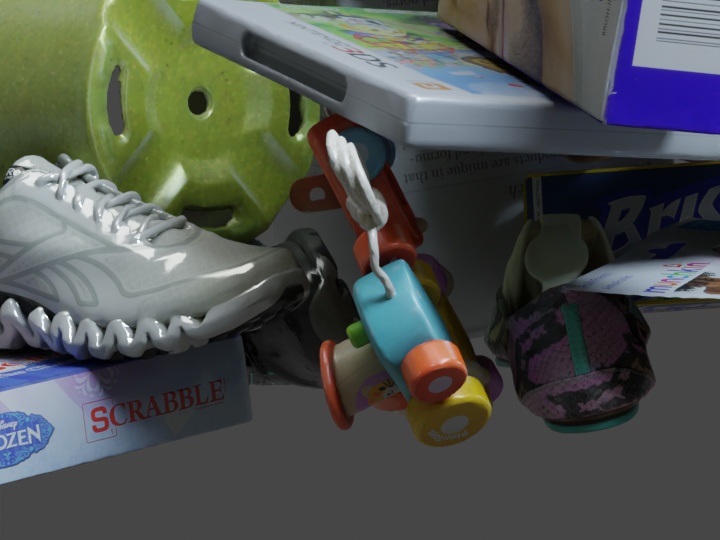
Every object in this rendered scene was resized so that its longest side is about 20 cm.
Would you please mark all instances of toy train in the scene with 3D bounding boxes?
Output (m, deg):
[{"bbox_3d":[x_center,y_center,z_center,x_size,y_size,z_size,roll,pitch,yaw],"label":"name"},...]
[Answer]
[{"bbox_3d":[0.000,0.000,1.045,0.055,0.151,0.200,-27,5,6],"label":"toy train"}]

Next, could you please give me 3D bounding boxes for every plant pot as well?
[{"bbox_3d":[-0.123,-0.073,1.241,0.200,0.201,0.184,-13,9,-41],"label":"plant pot"}]

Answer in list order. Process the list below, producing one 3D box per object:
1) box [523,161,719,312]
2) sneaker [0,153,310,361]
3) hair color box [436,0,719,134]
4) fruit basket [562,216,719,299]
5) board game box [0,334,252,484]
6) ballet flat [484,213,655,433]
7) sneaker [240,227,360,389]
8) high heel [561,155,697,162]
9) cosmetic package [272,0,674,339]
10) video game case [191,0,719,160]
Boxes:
[{"bbox_3d":[0.176,-0.016,1.212,0.199,0.065,0.070,-4,-4,12],"label":"box"},{"bbox_3d":[-0.111,-0.007,1.114,0.199,0.081,0.075,1,9,33],"label":"sneaker"},{"bbox_3d":[0.090,-0.124,0.996,0.065,0.110,0.200,5,14,-15],"label":"hair color box"},{"bbox_3d":[0.198,-0.011,1.032,0.199,0.094,0.185,8,12,22],"label":"fruit basket"},{"bbox_3d":[-0.183,0.058,1.145,0.199,0.041,0.199,-12,9,-38],"label":"board game box"},{"bbox_3d":[0.084,0.015,1.101,0.069,0.072,0.200,-8,7,2],"label":"ballet flat"},{"bbox_3d":[-0.052,0.029,1.201,0.079,0.076,0.200,-24,5,-16],"label":"sneaker"},{"bbox_3d":[0.131,-0.088,1.269,0.199,0.068,0.096,-2,22,-42],"label":"high heel"},{"bbox_3d":[0.047,-0.077,1.344,0.164,0.201,0.165,-11,9,-17],"label":"cosmetic package"},{"bbox_3d":[0.060,-0.075,1.057,0.199,0.022,0.182,1,16,-29],"label":"video game case"}]
